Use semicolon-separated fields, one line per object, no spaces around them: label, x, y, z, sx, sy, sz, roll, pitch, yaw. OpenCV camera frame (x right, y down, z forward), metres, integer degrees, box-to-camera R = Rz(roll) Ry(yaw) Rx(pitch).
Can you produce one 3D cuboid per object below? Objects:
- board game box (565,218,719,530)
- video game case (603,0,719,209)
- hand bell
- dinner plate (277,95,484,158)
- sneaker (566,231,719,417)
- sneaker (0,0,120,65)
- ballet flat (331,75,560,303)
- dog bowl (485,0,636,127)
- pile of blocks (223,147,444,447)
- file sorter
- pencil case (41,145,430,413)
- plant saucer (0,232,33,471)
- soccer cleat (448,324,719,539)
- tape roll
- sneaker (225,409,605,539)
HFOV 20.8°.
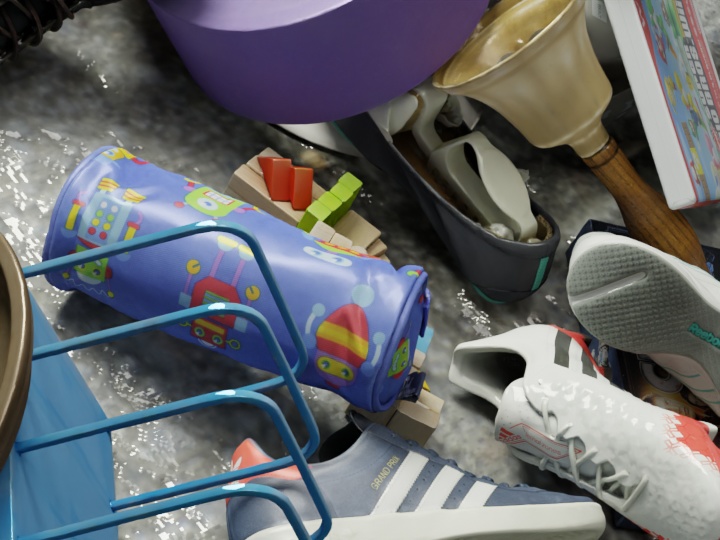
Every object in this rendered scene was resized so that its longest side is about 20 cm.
board game box;0.198;0.066;1.133;0.135;0.035;0.200;12;46;-19
video game case;0.191;-0.108;1.173;0.200;0.017;0.143;-9;82;-69
hand bell;0.139;-0.062;1.119;0.200;0.104;0.104;51;39;-19
dinner plate;-0.009;-0.149;1.229;0.200;0.024;0.200;16;45;-17
sneaker;0.199;0.038;1.085;0.200;0.070;0.080;36;14;-9
sneaker;-0.177;-0.142;1.053;0.200;0.075;0.106;-8;51;18
ballet flat;0.046;-0.072;1.135;0.073;0.073;0.200;-27;74;-42
dog bowl;0.113;-0.171;1.271;0.200;0.059;0.200;23;39;-20
pile of blocks;0.000;0.000;1.066;0.082;0.062;0.200;-15;59;-37
file sorter;-0.081;0.098;0.843;0.123;0.139;0.200;-15;51;6
pencil case;-0.057;0.004;0.987;0.200;0.078;0.087;21;29;13
plant saucer;-0.212;0.063;0.824;0.029;0.200;0.200;43;27;-45
soccer cleat;0.117;0.085;1.013;0.085;0.069;0.200;-1;25;-26
tape roll;-0.027;-0.187;1.130;0.200;0.085;0.200;-11;51;14
sneaker;0.027;0.109;0.970;0.200;0.075;0.085;2;54;-27
